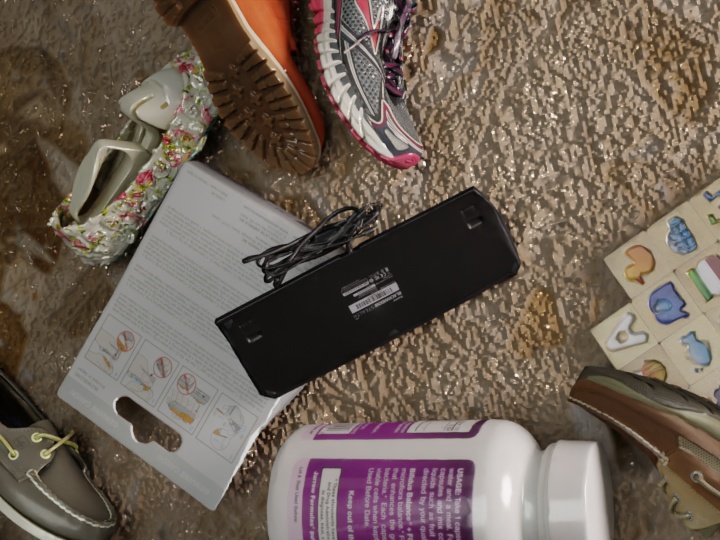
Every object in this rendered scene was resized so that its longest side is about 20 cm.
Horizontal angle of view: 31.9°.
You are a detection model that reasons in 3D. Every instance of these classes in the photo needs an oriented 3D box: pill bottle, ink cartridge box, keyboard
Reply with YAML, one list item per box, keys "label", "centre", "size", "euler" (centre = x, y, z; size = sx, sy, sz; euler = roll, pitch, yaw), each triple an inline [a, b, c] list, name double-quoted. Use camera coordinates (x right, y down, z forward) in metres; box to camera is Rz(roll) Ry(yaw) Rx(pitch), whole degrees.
- label: "pill bottle"
  centre: [0.052, 0.150, 0.788]
  size: [0.200, 0.112, 0.112]
  euler: [-4, 80, 22]
- label: "ink cartridge box"
  centre: [-0.106, 0.043, 0.907]
  size: [0.162, 0.057, 0.200]
  euler: [31, 99, 23]
- label: "keyboard"
  centre: [0.000, 0.000, 0.840]
  size: [0.200, 0.104, 0.040]
  euler: [-27, 29, 1]

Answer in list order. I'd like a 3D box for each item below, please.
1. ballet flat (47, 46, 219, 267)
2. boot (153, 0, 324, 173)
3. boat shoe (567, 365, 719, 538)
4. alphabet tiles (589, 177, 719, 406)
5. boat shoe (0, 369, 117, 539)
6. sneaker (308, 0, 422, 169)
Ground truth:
- label: "ballet flat"
  centre: [-0.162, -0.092, 0.935]
  size: [0.076, 0.064, 0.200]
  euler: [36, 96, 45]
- label: "boot"
  centre: [-0.068, -0.171, 0.908]
  size: [0.075, 0.107, 0.200]
  euler: [-21, 102, 46]
- label: "boat shoe"
  centre: [0.211, 0.121, 0.743]
  size: [0.200, 0.076, 0.074]
  euler: [26, 96, 24]
- label: "alphabet tiles"
  centre: [0.251, 0.022, 0.784]
  size: [0.200, 0.006, 0.167]
  euler: [-36, 71, 13]
- label: "boat shoe"
  centre: [-0.249, 0.134, 0.937]
  size: [0.202, 0.072, 0.060]
  euler: [35, 101, 27]
- label: "sneaker"
  centre: [0.008, -0.166, 0.873]
  size: [0.075, 0.081, 0.200]
  euler: [-19, 75, 17]
